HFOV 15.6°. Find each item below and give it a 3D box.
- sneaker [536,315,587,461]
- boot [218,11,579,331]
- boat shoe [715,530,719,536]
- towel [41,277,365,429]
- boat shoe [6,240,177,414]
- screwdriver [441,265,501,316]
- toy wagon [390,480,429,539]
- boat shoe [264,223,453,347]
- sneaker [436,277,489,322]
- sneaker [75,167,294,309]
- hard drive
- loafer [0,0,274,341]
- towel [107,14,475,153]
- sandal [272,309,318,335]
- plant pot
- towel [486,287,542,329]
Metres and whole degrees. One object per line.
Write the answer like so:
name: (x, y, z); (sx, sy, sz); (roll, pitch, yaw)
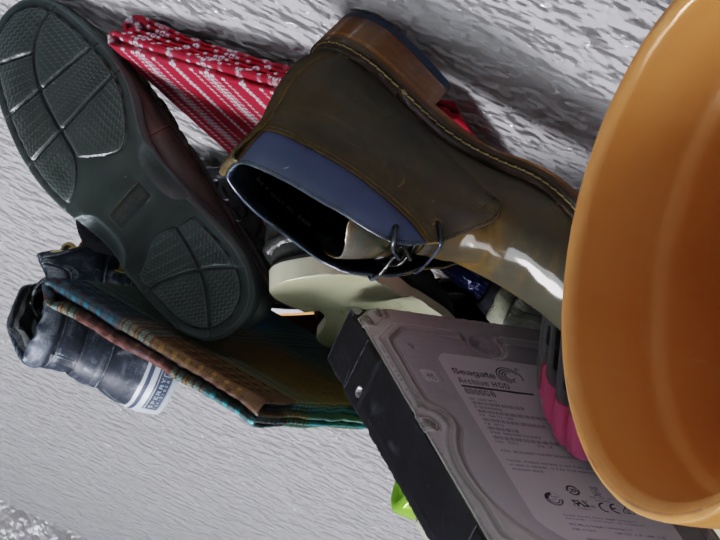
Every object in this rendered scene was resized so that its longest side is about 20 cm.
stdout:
sneaker: (0.156, 0.056, 1.183); (0.095, 0.079, 0.200); (-3, -160, -31)
boot: (0.032, -0.012, 1.132); (0.200, 0.097, 0.075); (43, 151, 8)
boat shoe: (0.272, 0.134, 1.436); (0.201, 0.074, 0.063); (23, 154, 8)
towel: (-0.057, 0.046, 1.349); (0.146, 0.022, 0.200); (28, -171, 27)
boat shoe: (-0.155, 0.005, 1.535); (0.091, 0.071, 0.200); (22, -158, -19)
screwdriver: (0.034, -0.012, 1.402); (0.200, 0.029, 0.028); (32, 164, -14)
toy wagon: (0.088, 0.126, 1.305); (0.155, 0.200, 0.040); (24, 138, -14)
boat shoe: (0.003, 0.000, 1.330); (0.073, 0.063, 0.201); (-9, 162, 14)
sneaker: (0.036, 0.042, 1.506); (0.200, 0.071, 0.099); (2, 152, 43)
sneaker: (-0.069, -0.027, 1.478); (0.199, 0.072, 0.083); (17, -173, 34)
hard drive: (0.082, 0.094, 1.222); (0.139, 0.038, 0.200); (9, -150, -30)
loafer: (-0.113, -0.049, 1.320); (0.200, 0.072, 0.063); (55, -164, 10)
towel: (-0.013, -0.067, 1.288); (0.199, 0.023, 0.145); (18, 166, 32)
sandal: (-0.040, 0.027, 1.521); (0.206, 0.079, 0.059); (1, 114, 55)
plant pot: (0.179, 0.000, 0.910); (0.140, 0.201, 0.200); (13, 171, -23)
towel: (0.164, 0.039, 1.307); (0.192, 0.035, 0.200); (19, 166, -2)
